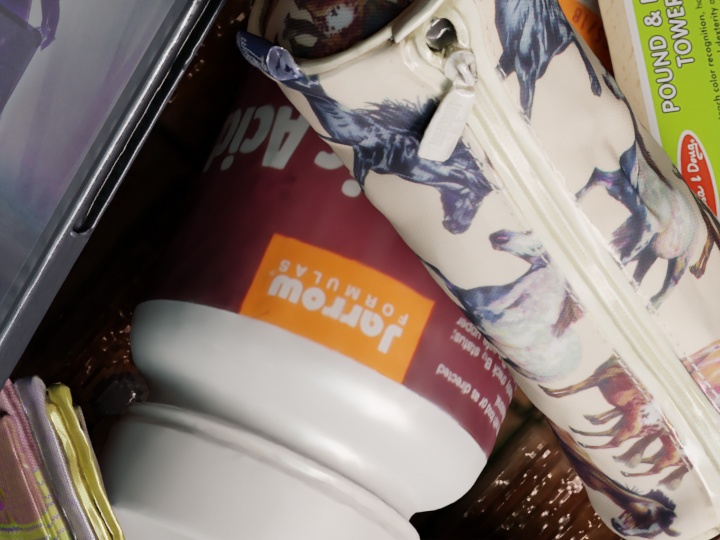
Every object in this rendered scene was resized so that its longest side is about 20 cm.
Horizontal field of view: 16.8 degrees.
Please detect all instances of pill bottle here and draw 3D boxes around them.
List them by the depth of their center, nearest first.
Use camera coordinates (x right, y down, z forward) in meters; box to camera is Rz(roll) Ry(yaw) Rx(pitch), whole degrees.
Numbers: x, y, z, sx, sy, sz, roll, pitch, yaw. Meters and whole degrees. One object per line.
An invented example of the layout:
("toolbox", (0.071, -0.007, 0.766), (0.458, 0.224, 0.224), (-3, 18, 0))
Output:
("pill bottle", (0.000, 0.000, 0.725), (0.114, 0.114, 0.201), (32, 72, -28))

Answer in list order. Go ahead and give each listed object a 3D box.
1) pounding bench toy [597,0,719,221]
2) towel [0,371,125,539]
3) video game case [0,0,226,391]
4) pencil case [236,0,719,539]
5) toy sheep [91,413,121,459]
("pounding bench toy", (0.163, -0.055, 0.742), (0.123, 0.156, 0.201), (-7, 108, 24))
("towel", (-0.122, 0.106, 0.732), (0.023, 0.199, 0.145), (-25, 97, -39))
("video game case", (-0.104, -0.088, 0.656), (0.201, 0.142, 0.019), (-59, 160, 10))
("pencil case", (0.051, -0.013, 0.636), (0.077, 0.090, 0.200), (-30, 121, 14))
("toy sheep", (-0.069, 0.135, 0.802), (0.137, 0.138, 0.201), (-16, 118, -9))
